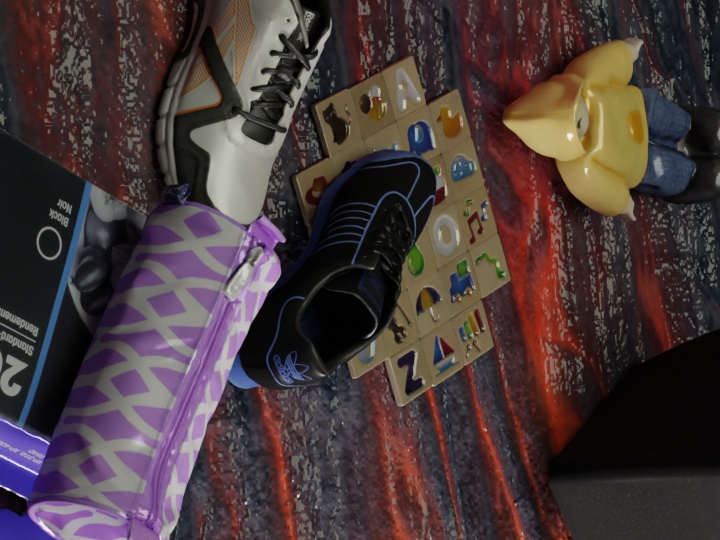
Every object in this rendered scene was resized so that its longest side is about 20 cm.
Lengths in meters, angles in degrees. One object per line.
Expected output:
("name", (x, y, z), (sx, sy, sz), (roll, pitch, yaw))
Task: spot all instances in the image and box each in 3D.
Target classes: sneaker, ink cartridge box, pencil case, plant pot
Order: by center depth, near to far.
("pencil case", (-0.104, 0.059, 1.474), (0.084, 0.085, 0.200), (42, 59, -42))
("ink cartridge box", (-0.166, 0.052, 1.500), (0.198, 0.043, 0.200), (32, 66, -43))
("sneaker", (-0.062, -0.116, 1.601), (0.074, 0.080, 0.200), (17, 76, -48))
("sneaker", (0.000, 0.000, 1.656), (0.200, 0.078, 0.070), (-52, 123, -32))
("plant pot", (0.247, 0.149, 1.860), (0.200, 0.177, 0.200), (-45, 120, -39))

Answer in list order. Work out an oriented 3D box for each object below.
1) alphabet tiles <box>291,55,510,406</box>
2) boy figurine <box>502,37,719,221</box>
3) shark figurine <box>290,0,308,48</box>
("alphabet tiles", (0.028, -0.025, 1.751), (0.166, 0.006, 0.200), (-31, 111, -44))
("boy figurine", (0.170, -0.099, 1.876), (0.200, 0.064, 0.124), (15, 79, -51))
("shark figurine", (-0.117, -0.179, 1.471), (0.090, 0.214, 0.128), (76, 27, -47))
